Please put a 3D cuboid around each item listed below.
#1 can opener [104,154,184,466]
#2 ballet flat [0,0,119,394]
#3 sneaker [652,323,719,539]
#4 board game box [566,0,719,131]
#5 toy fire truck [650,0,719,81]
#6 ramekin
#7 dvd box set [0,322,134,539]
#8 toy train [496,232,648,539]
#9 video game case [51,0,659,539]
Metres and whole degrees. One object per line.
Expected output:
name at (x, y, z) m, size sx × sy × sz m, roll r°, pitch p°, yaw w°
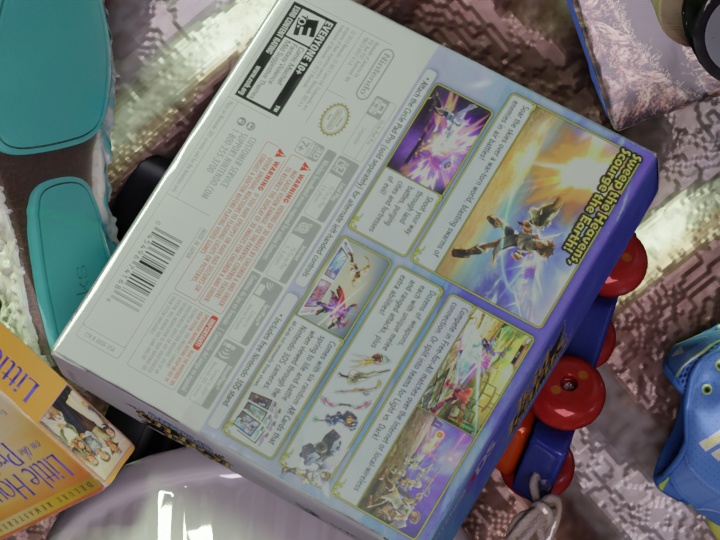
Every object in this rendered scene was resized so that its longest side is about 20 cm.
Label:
can opener at (-0.088, 0.050, 1.302) m, size 0.063 × 0.079 × 0.201 m, roll -2°, pitch 116°, yaw -42°
ballet flat at (-0.144, -0.046, 1.256) m, size 0.071 × 0.072 × 0.201 m, roll -4°, pitch 96°, yaw -1°
sneaker at (0.199, 0.039, 1.292) m, size 0.105 × 0.076 × 0.200 m, roll 25°, pitch 105°, yaw -8°
board game box at (0.173, -0.172, 1.216) m, size 0.199 × 0.097 × 0.160 m, roll -19°, pitch 107°, yaw 4°
toy fire truck at (0.197, -0.189, 1.110) m, size 0.175 × 0.129 × 0.201 m, roll -3°, pitch 117°, yaw -1°
ramekin at (-0.046, 0.172, 1.270) m, size 0.201 × 0.094 × 0.203 m, roll 1°, pitch 137°, yaw 1°
dvd box set at (-0.207, 0.036, 1.254) m, size 0.200 × 0.146 × 0.029 m, roll 43°, pitch 56°, yaw -13°
toy train at (0.043, 0.057, 1.245) m, size 0.115 × 0.200 × 0.085 m, roll 19°, pitch 149°, yaw 3°
video game case at (0.000, 0.000, 1.211) m, size 0.181 × 0.045 × 0.200 m, roll 28°, pitch 76°, yaw 17°
